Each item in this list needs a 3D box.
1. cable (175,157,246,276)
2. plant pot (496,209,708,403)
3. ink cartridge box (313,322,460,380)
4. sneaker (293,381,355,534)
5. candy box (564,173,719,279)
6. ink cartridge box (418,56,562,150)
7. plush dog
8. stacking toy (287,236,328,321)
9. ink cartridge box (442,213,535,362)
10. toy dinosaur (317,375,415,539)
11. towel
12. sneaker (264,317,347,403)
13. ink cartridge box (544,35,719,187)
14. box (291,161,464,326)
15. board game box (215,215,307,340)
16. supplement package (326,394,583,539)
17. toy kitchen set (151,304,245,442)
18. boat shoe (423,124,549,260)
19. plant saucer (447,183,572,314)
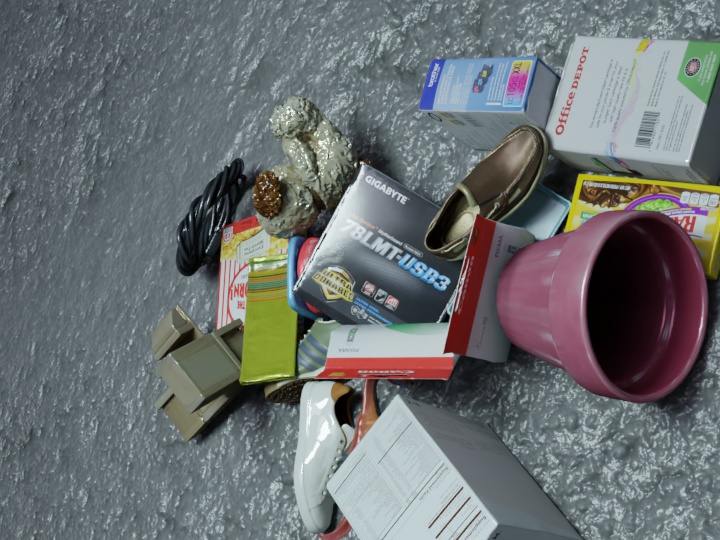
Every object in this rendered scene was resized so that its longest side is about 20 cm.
[{"bbox_3d":[-0.240,-0.089,1.670,0.050,0.163,0.202,27,93,10],"label":"cable"},{"bbox_3d":[0.254,0.035,1.175,0.178,0.198,0.203,3,76,58],"label":"plant pot"},{"bbox_3d":[0.037,0.095,1.272,0.158,0.200,0.051,-1,91,10],"label":"ink cartridge box"},{"bbox_3d":[-0.039,0.250,1.418,0.083,0.073,0.204,-4,79,24],"label":"sneaker"},{"bbox_3d":[0.332,-0.054,1.237,0.198,0.026,0.104,10,85,43],"label":"candy box"},{"bbox_3d":[0.169,-0.212,1.362,0.198,0.136,0.078,7,77,42],"label":"ink cartridge box"},{"bbox_3d":[-0.077,-0.117,1.498,0.160,0.200,0.172,40,83,21],"label":"plush dog"},{"bbox_3d":[0.000,0.000,1.469,0.197,0.116,0.112,-8,71,27],"label":"stacking toy"},{"bbox_3d":[0.153,0.024,1.234,0.046,0.200,0.163,14,91,17],"label":"ink cartridge box"},{"bbox_3d":[0.022,0.215,1.333,0.103,0.200,0.185,0,106,25],"label":"toy dinosaur"},{"bbox_3d":[-0.128,0.065,1.510,0.085,0.018,0.203,-11,57,18],"label":"towel"},{"bbox_3d":[-0.054,0.113,1.489,0.198,0.067,0.091,-26,56,27],"label":"sneaker"},{"bbox_3d":[0.333,-0.189,1.247,0.198,0.083,0.147,14,84,43],"label":"ink cartridge box"},{"bbox_3d":[0.040,-0.007,1.396,0.198,0.050,0.201,31,97,9],"label":"box"},{"bbox_3d":[-0.151,0.016,1.619,0.150,0.046,0.204,-16,65,37],"label":"board game box"},{"bbox_3d":[0.106,0.276,1.200,0.148,0.190,0.200,-52,48,13],"label":"supplement package"},{"bbox_3d":[-0.277,0.149,1.542,0.164,0.180,0.200,49,119,8],"label":"toy kitchen set"},{"bbox_3d":[0.150,-0.090,1.284,0.075,0.074,0.204,47,115,27],"label":"boat shoe"},{"bbox_3d":[0.189,-0.014,1.339,0.069,0.019,0.202,33,96,19],"label":"plant saucer"}]
